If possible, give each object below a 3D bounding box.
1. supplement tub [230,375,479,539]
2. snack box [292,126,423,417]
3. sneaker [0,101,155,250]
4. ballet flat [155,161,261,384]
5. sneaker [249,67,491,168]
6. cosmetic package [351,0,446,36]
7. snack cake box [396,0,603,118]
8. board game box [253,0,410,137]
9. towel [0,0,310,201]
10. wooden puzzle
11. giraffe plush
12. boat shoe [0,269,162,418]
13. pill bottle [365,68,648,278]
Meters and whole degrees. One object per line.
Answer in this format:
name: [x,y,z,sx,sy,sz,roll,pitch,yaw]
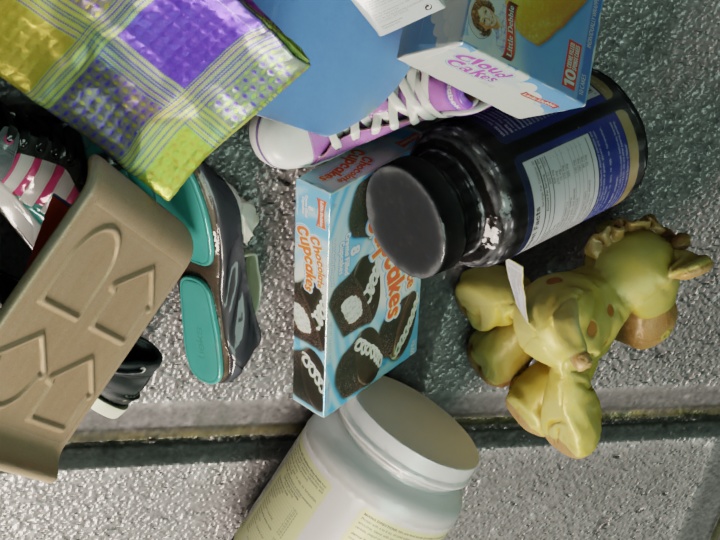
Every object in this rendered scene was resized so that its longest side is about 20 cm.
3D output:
supplement tub: [-0.007,0.199,1.337,0.144,0.145,0.201,21,111,-35]
snack box: [0.000,0.000,1.244,0.116,0.037,0.201,-33,137,-41]
sneaker: [-0.198,-0.086,1.084,0.120,0.084,0.200,-32,138,4]
ballet flat: [-0.105,-0.012,1.202,0.073,0.073,0.201,-16,121,-16]
sneaker: [0.022,-0.125,1.143,0.200,0.114,0.073,-28,111,-11]
cosmetic package: [-0.006,-0.263,0.987,0.051,0.201,0.151,-19,135,24]
snack cake box: [0.104,-0.216,1.091,0.115,0.067,0.201,21,73,-36]
board game box: [-0.055,-0.185,1.106,0.199,0.039,0.159,16,104,-8]
towel: [-0.139,-0.138,1.007,0.143,0.023,0.200,-40,130,13]
wooden puzzle: [-0.196,0.032,1.063,0.201,0.046,0.185,-60,163,-5]
giraffe plush: [0.186,0.026,1.313,0.162,0.173,0.201,-29,148,-20]
boat shoe: [-0.210,0.038,1.168,0.066,0.075,0.199,-36,134,9]
pill bottle: [0.106,-0.069,1.197,0.199,0.112,0.112,-25,132,-32]
